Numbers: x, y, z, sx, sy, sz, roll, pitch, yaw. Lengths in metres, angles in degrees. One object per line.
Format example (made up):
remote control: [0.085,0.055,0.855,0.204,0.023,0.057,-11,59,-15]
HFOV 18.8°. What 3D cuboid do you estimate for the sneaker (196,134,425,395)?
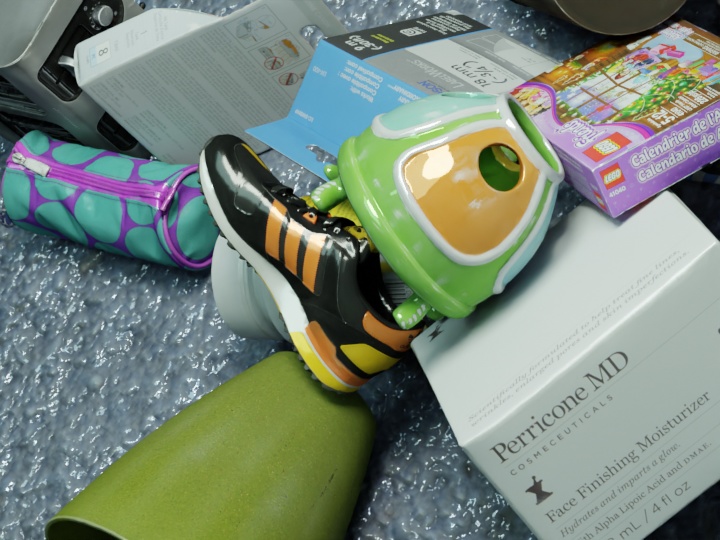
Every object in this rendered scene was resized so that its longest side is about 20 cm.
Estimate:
sneaker: [-0.029,-0.019,1.474,0.090,0.070,0.200,-34,83,26]

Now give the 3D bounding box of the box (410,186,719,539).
box: [0.157,0.059,1.362,0.199,0.131,0.200,-39,18,5]

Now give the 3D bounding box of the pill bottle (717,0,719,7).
pill bottle: [0.292,-0.232,1.527,0.109,0.110,0.200,-29,50,14]

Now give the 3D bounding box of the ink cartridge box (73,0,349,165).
ink cartridge box: [-0.097,-0.157,1.692,0.200,0.160,0.047,-23,53,18]

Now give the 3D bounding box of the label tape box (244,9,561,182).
label tape box: [0.039,-0.123,1.571,0.200,0.063,0.144,-17,35,-37]

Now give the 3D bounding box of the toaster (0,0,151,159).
toaster: [-0.266,-0.184,1.803,0.200,0.181,0.119,15,71,37]

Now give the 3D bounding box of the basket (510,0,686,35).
basket: [0.164,-0.246,1.540,0.200,0.136,0.181,-105,37,-67]

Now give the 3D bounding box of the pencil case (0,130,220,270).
pencil case: [-0.199,-0.057,1.738,0.200,0.092,0.085,12,73,36]

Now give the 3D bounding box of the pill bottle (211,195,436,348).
pill bottle: [0.000,0.000,1.561,0.200,0.114,0.114,-2,60,31]

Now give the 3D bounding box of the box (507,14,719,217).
box: [0.183,-0.108,1.427,0.137,0.039,0.200,-29,22,-5]

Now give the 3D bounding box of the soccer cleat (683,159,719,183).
soccer cleat: [0.238,-0.088,1.506,0.200,0.086,0.070,20,98,61]

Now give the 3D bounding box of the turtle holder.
turtle holder: [0.065,-0.045,1.393,0.132,0.185,0.141,-37,68,14]

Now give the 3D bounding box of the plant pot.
plant pot: [-0.080,0.159,1.486,0.187,0.187,0.200,16,55,38]
